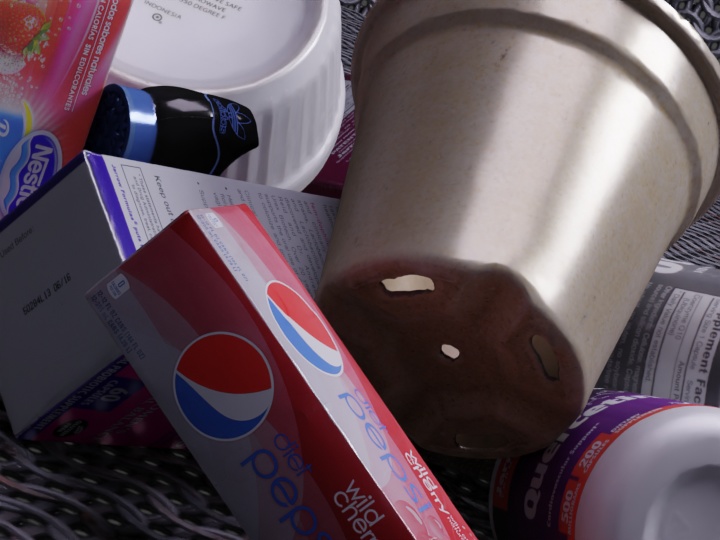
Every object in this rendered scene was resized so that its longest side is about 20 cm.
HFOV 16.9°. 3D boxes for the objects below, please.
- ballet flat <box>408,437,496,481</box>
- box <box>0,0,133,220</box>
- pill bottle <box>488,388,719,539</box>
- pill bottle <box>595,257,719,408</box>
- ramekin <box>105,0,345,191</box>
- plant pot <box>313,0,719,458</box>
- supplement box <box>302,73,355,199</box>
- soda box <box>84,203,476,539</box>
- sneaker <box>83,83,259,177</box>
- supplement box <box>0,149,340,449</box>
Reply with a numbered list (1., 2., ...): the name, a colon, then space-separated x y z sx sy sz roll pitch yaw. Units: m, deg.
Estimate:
1. ballet flat: 0.063 0.100 1.342 0.199 0.046 0.067 24 14 -18
2. box: -0.197 -0.069 1.202 0.094 0.201 0.103 14 13 -27
3. pill bottle: 0.128 0.115 1.147 0.112 0.113 0.200 20 -4 -14
4. pill bottle: 0.177 0.054 1.273 0.199 0.114 0.113 13 5 29
5. ramekin: -0.101 -0.126 1.323 0.201 0.094 0.203 6 54 -8
6. plant pot: 0.063 -0.020 1.157 0.200 0.201 0.184 23 49 1
7. supplement box: 0.032 -0.035 1.467 0.131 0.103 0.200 56 -18 -21
8. soda box: -0.027 0.070 1.022 0.200 0.063 0.070 54 17 7
9. sneaker: -0.120 -0.028 1.241 0.078 0.200 0.070 4 62 -28
10. supplement box: -0.079 0.021 1.179 0.200 0.101 0.104 7 54 -50
